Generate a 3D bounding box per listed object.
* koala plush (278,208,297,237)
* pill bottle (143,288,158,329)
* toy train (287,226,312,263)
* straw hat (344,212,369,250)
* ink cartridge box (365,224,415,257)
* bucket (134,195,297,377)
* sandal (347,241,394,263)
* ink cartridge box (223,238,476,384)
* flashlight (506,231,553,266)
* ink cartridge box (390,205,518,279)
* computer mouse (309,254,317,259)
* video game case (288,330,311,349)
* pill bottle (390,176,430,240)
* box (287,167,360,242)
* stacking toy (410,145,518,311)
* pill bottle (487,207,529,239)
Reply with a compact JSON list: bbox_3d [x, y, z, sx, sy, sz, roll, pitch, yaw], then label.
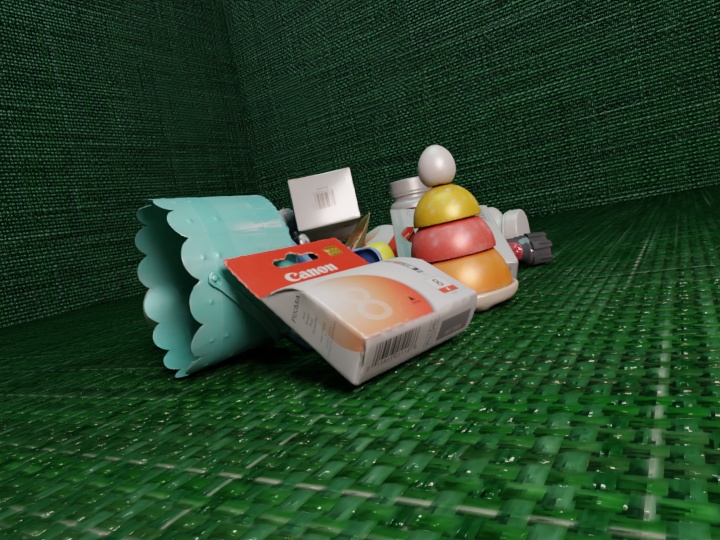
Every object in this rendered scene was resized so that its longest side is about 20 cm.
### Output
[{"bbox_3d":[-0.102,-0.059,1.228,0.172,0.206,0.183,-11,5,-17],"label":"koala plush"},{"bbox_3d":[-0.244,0.050,0.810,0.196,0.116,0.111,-6,6,39],"label":"pill bottle"},{"bbox_3d":[-0.173,0.002,0.986,0.197,0.087,0.116,-26,36,33],"label":"toy train"},{"bbox_3d":[0.000,0.000,0.969,0.084,0.205,0.201,29,-1,-8],"label":"straw hat"},{"bbox_3d":[0.038,-0.052,1.094,0.199,0.050,0.163,-36,12,37],"label":"ink cartridge box"},{"bbox_3d":[-0.169,0.010,0.621,0.132,0.214,0.205,-11,4,-34],"label":"bucket"},{"bbox_3d":[-0.043,0.011,0.814,0.198,0.081,0.086,-30,-15,36],"label":"sandal"},{"bbox_3d":[-0.011,0.007,0.505,0.160,0.051,0.199,-14,42,-44],"label":"ink cartridge box"},{"bbox_3d":[0.230,-0.022,0.906,0.194,0.070,0.068,-7,0,-8],"label":"flashlight"},{"bbox_3d":[0.137,-0.041,0.835,0.168,0.045,0.202,-3,30,1],"label":"ink cartridge box"},{"bbox_3d":[-0.126,0.004,1.059,0.138,0.047,0.202,-19,29,29],"label":"computer mouse"},{"bbox_3d":[-0.030,0.066,0.715,0.139,0.018,0.199,-12,5,-19],"label":"video game case"},{"bbox_3d":[0.128,-0.102,1.191,0.111,0.206,0.114,-10,5,1],"label":"pill bottle"},{"bbox_3d":[-0.074,-0.119,1.073,0.121,0.100,0.200,-13,-6,-6],"label":"box"},{"bbox_3d":[0.113,-0.055,0.666,0.142,0.206,0.146,-10,5,1],"label":"stacking toy"},{"bbox_3d":[0.223,-0.061,1.039,0.196,0.114,0.110,-7,5,35],"label":"pill bottle"}]
